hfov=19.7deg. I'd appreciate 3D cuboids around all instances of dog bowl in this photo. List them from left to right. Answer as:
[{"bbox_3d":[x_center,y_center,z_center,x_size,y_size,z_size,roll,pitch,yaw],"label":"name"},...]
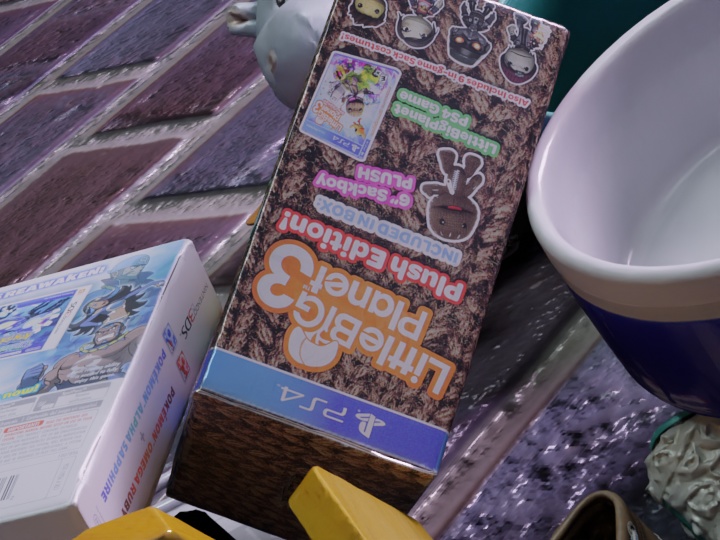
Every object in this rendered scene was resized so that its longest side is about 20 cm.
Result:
[{"bbox_3d":[0.169,-0.040,0.804,0.199,0.079,0.201,-26,31,17],"label":"dog bowl"}]

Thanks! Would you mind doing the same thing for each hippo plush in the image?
[{"bbox_3d":[0.016,-0.122,1.249,0.158,0.162,0.200,-24,23,9],"label":"hippo plush"}]

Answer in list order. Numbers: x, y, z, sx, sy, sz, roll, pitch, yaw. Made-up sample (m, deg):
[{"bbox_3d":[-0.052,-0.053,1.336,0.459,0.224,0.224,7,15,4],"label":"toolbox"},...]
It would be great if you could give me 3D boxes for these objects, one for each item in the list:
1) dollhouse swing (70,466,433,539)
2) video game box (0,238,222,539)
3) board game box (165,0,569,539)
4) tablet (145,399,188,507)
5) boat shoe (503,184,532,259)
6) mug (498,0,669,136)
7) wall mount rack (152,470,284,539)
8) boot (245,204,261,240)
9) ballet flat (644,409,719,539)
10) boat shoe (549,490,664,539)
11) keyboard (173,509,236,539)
[{"bbox_3d":[-0.078,0.150,0.670,0.201,0.175,0.182,-54,23,3],"label":"dollhouse swing"},{"bbox_3d":[-0.169,0.072,0.836,0.199,0.047,0.183,-14,31,19],"label":"video game box"},{"bbox_3d":[0.000,0.000,0.869,0.160,0.096,0.201,115,174,-69],"label":"board game box"},{"bbox_3d":[-0.133,0.138,0.806,0.130,0.014,0.201,-32,24,30],"label":"tablet"},{"bbox_3d":[0.093,-0.047,1.159,0.067,0.057,0.200,-5,37,49],"label":"boat shoe"},{"bbox_3d":[0.156,-0.105,1.081,0.151,0.115,0.186,2,49,35],"label":"mug"},{"bbox_3d":[-0.098,0.115,0.968,0.173,0.075,0.200,-26,21,-15],"label":"wall mount rack"},{"bbox_3d":[0.012,-0.061,1.131,0.143,0.071,0.202,-17,33,35],"label":"boot"},{"bbox_3d":[0.207,0.054,0.807,0.199,0.072,0.072,-29,22,1],"label":"ballet flat"},{"bbox_3d":[0.056,0.156,0.724,0.072,0.073,0.200,-11,28,34],"label":"boat shoe"},{"bbox_3d":[-0.108,0.192,0.848,0.200,0.040,0.104,-40,50,-19],"label":"keyboard"}]
